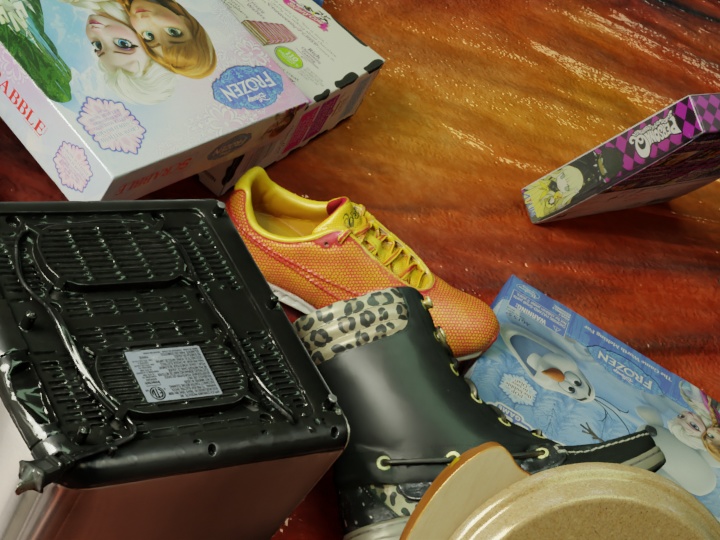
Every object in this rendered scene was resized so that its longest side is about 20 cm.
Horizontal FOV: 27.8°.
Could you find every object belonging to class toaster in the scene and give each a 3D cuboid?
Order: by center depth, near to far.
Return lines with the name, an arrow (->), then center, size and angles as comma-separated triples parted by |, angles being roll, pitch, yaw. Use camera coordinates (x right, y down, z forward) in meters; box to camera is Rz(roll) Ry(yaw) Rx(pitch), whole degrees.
toaster -> -0.132, 0.060, 0.747 | 0.199, 0.119, 0.181 | -3, 48, -40

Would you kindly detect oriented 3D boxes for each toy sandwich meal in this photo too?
toy sandwich meal -> 0.104, 0.184, 0.762 | 0.204, 0.207, 0.070 | 23, 4, -13

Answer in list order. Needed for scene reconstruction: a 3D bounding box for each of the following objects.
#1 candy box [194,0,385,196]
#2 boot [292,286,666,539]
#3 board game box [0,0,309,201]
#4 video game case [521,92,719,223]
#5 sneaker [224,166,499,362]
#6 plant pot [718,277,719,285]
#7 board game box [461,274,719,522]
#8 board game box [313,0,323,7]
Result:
candy box -> -0.089, -0.148, 1.075 | 0.136, 0.061, 0.200 | 41, 37, 9
boot -> 0.067, 0.078, 0.845 | 0.202, 0.074, 0.155 | -13, 70, -18
board game box -> -0.158, -0.144, 0.914 | 0.200, 0.041, 0.200 | 49, 38, 8
video game case -> 0.257, -0.094, 1.175 | 0.199, 0.181, 0.036 | -11, 77, -43
sneaker -> 0.000, 0.000, 0.938 | 0.198, 0.078, 0.073 | 23, 37, -2
plant pot -> 0.405, -0.010, 1.168 | 0.181, 0.201, 0.201 | 24, 36, -6
board game box -> 0.155, 0.116, 0.962 | 0.199, 0.044, 0.199 | 31, 36, -1
board game box -> -0.132, -0.281, 1.221 | 0.198, 0.035, 0.136 | 16, 38, -22
